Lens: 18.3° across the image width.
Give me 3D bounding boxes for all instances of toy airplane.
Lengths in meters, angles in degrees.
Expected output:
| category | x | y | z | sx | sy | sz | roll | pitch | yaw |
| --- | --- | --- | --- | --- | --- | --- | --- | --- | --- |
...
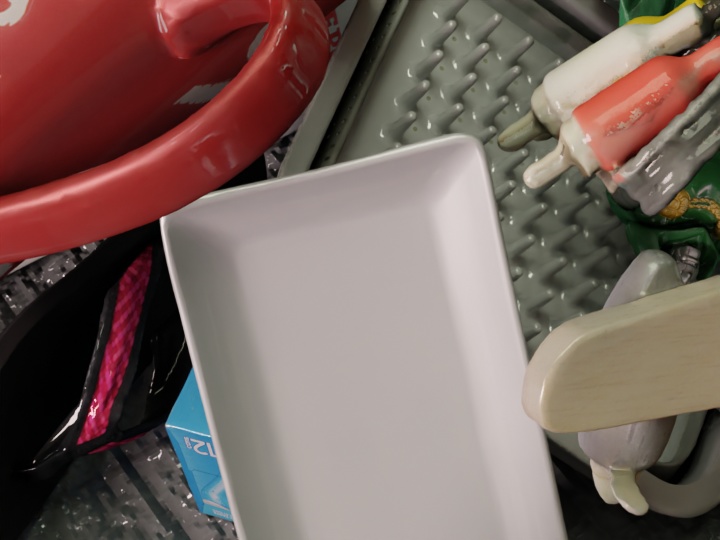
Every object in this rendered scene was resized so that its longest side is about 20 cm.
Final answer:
| category | x | y | z | sx | sy | sz | roll | pitch | yaw |
| --- | --- | --- | --- | --- | --- | --- | --- | --- | --- |
| toy airplane | 0.162 | 0.022 | 0.732 | 0.200 | 0.200 | 0.141 | -57 | 21 | -16 |

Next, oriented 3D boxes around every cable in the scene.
| category | x | y | z | sx | sy | sz | roll | pitch | yaw |
| --- | --- | --- | --- | --- | --- | --- | --- | --- | --- |
| cable | 0.127 | -0.088 | 0.695 | 0.200 | 0.050 | 0.097 | -43 | 12 | 15 |

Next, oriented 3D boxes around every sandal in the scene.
| category | x | y | z | sx | sy | sz | roll | pitch | yaw |
| --- | --- | --- | --- | --- | --- | --- | --- | --- | --- |
| sandal | -0.084 | 0.025 | 0.830 | 0.045 | 0.075 | 0.200 | 23 | 58 | 25 |

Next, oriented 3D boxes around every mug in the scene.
| category | x | y | z | sx | sy | sz | roll | pitch | yaw |
| --- | --- | --- | --- | --- | --- | --- | --- | --- | --- |
| mug | -0.106 | -0.077 | 0.719 | 0.200 | 0.134 | 0.178 | -41 | 15 | 3 |

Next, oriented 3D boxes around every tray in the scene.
| category | x | y | z | sx | sy | sz | roll | pitch | yaw |
| --- | --- | --- | --- | --- | --- | --- | --- | --- | --- |
| tray | 0.007 | 0.057 | 0.735 | 0.106 | 0.202 | 0.022 | -13 | 20 | 1 |

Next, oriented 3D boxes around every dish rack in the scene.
| category | x | y | z | sx | sy | sz | roll | pitch | yaw |
| --- | --- | --- | --- | --- | --- | --- | --- | --- | --- |
| dish rack | 0.064 | -0.019 | 0.804 | 0.199 | 0.043 | 0.173 | 34 | 59 | -16 |

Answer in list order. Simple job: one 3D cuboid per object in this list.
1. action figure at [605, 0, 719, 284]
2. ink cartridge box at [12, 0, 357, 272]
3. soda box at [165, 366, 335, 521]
| category | x | y | z | sx | sy | sz | roll | pitch | yaw |
| --- | --- | --- | --- | --- | --- | --- | --- | --- | --- |
| action figure | 0.131 | -0.079 | 0.781 | 0.117 | 0.055 | 0.202 | 17 | 87 | -22 |
| ink cartridge box | -0.096 | -0.103 | 0.878 | 0.199 | 0.146 | 0.085 | -28 | 52 | -11 |
| soda box | 0.000 | 0.000 | 0.839 | 0.067 | 0.064 | 0.201 | 12 | 57 | 18 |
